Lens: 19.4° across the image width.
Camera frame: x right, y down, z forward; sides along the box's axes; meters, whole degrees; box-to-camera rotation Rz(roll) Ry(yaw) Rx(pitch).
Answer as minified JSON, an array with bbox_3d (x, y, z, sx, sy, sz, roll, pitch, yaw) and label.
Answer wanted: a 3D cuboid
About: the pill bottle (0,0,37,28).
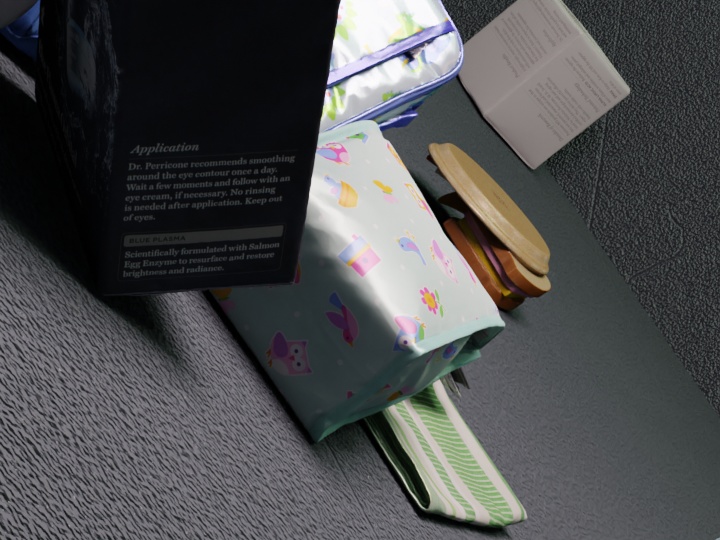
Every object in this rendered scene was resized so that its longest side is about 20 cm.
[{"bbox_3d":[-0.239,-0.227,1.162,0.114,0.114,0.200,41,15,-44],"label":"pill bottle"}]

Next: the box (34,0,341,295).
[{"bbox_3d":[-0.101,-0.125,1.144,0.197,0.117,0.201,-116,-151,-48],"label":"box"}]

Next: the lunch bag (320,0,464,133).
[{"bbox_3d":[-0.036,-0.158,1.423,0.161,0.200,0.082,63,-31,2],"label":"lunch bag"}]

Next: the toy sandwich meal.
[{"bbox_3d":[0.126,-0.047,2.229,0.205,0.070,0.205,45,11,-11],"label":"toy sandwich meal"}]

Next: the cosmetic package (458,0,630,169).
[{"bbox_3d":[0.278,-0.305,3.295,0.165,0.200,0.165,42,15,-41],"label":"cosmetic package"}]

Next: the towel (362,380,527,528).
[{"bbox_3d":[0.046,0.114,1.491,0.153,0.023,0.200,58,12,22],"label":"towel"}]

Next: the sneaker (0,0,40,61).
[{"bbox_3d":[-0.160,-0.136,1.292,0.111,0.077,0.200,47,1,23],"label":"sneaker"}]

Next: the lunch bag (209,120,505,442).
[{"bbox_3d":[0.000,0.000,1.350,0.171,0.122,0.200,54,27,9],"label":"lunch bag"}]

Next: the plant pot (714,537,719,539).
[{"bbox_3d":[0.213,0.282,1.258,0.197,0.200,0.200,61,12,4],"label":"plant pot"}]

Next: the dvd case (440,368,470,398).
[{"bbox_3d":[0.002,-0.006,1.538,0.200,0.016,0.149,48,-8,29],"label":"dvd case"}]
